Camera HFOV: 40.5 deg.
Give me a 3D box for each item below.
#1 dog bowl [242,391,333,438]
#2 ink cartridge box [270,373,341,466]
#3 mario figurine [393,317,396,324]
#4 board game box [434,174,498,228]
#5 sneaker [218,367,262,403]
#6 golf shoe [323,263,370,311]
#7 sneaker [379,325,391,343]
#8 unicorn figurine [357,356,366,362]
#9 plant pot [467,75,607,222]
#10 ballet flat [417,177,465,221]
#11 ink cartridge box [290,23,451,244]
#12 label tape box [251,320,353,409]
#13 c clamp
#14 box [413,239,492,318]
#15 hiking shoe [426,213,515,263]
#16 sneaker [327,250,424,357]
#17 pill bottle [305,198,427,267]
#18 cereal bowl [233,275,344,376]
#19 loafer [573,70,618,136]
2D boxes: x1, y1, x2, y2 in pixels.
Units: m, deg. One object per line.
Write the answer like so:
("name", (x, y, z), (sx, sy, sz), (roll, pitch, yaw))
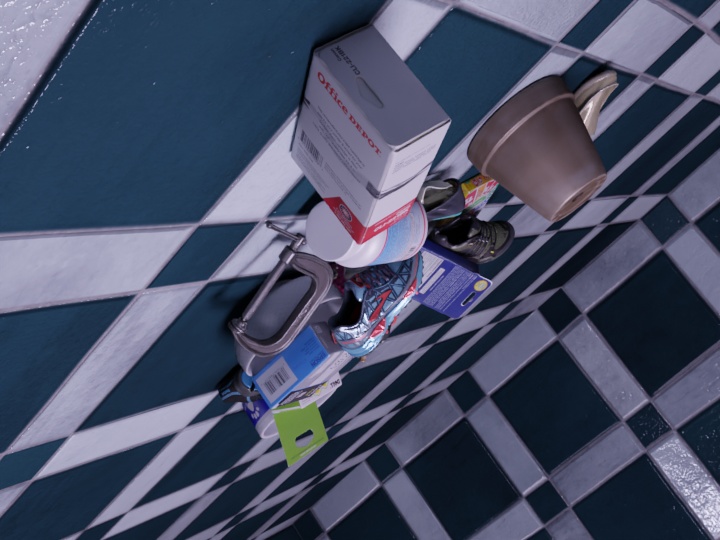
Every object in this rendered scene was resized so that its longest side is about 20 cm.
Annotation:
("dog bowl", (-0.144, 0.257, 2.024), (0.199, 0.079, 0.200), (-34, 165, -11))
("ink cartridge box", (-0.097, 0.236, 1.802), (0.075, 0.203, 0.147), (-15, -176, 31))
("mario figurine", (-0.018, 0.066, 1.814), (0.198, 0.108, 0.123), (-15, -168, -30))
("board game box", (0.193, -0.115, 1.810), (0.095, 0.030, 0.200), (-28, 164, -29))
("sneaker", (-0.186, 0.206, 1.832), (0.081, 0.074, 0.199), (-31, 162, 28))
("golf shoe", (0.000, 0.000, 1.625), (0.200, 0.076, 0.091), (-43, 167, 23))
("sneaker", (0.027, 0.039, 1.652), (0.074, 0.201, 0.085), (36, 113, -27))
("unicorn figurine", (0.018, 0.104, 1.942), (0.199, 0.073, 0.139), (-25, -138, 61))
("plant pot", (0.301, -0.182, 1.581), (0.199, 0.174, 0.200), (-35, 165, -10))
("ballet flat", (0.086, -0.103, 1.550), (0.198, 0.074, 0.073), (-21, 159, -29))
("ink cartridge box", (0.005, -0.146, 1.078), (0.083, 0.145, 0.201), (-31, 164, -23))
("label tape box", (-0.067, 0.146, 1.598), (0.143, 0.066, 0.199), (-43, 162, 21))
("c clamp", (-0.122, 0.033, 1.385), (0.170, 0.027, 0.201), (18, 109, -46))
("box", (0.127, 0.009, 1.768), (0.121, 0.198, 0.033), (-49, -155, 37))
("hiking shoe", (0.209, -0.061, 1.786), (0.197, 0.077, 0.101), (-14, 159, -24))
("sneaker", (0.023, 0.033, 1.497), (0.095, 0.079, 0.202), (37, 82, -41))
("pill bottle", (0.009, -0.062, 1.394), (0.109, 0.109, 0.199), (-44, 163, 26))
("cereal bowl", (-0.121, 0.074, 1.544), (0.199, 0.084, 0.200), (-34, 165, -11))
("loafer", (0.393, -0.269, 1.724), (0.075, 0.069, 0.200), (-22, 158, -43))
